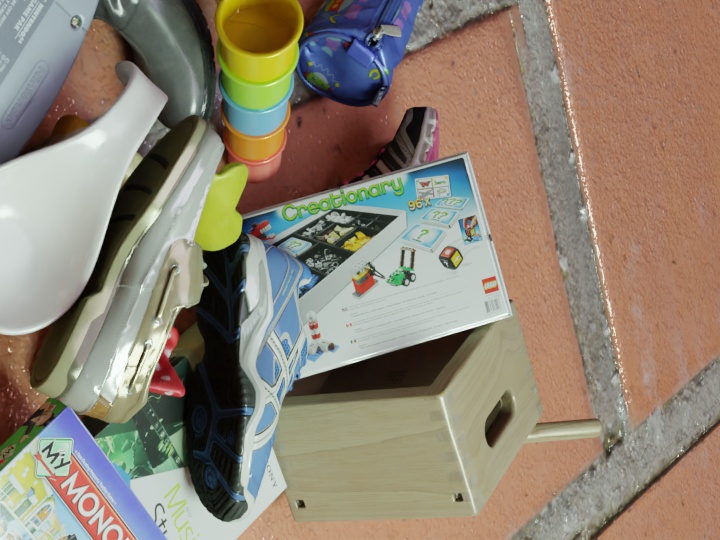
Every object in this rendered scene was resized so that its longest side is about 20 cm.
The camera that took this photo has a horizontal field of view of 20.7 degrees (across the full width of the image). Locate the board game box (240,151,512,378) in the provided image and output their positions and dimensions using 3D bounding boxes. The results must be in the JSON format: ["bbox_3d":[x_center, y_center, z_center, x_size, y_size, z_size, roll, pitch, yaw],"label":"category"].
[{"bbox_3d":[0.000,0.000,1.450,0.035,0.198,0.128,172,-98,-84],"label":"board game box"}]

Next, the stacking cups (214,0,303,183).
[{"bbox_3d":[-0.071,-0.127,1.386,0.200,0.060,0.061,97,9,-67],"label":"stacking cups"}]

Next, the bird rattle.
[{"bbox_3d":[-0.174,-0.011,1.323,0.163,0.112,0.201,38,72,-32],"label":"bird rattle"}]

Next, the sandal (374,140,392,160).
[{"bbox_3d":[0.059,-0.011,1.636,0.081,0.054,0.202,-21,106,-51],"label":"sandal"}]

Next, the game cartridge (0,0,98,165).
[{"bbox_3d":[-0.244,-0.135,1.217,0.133,0.040,0.201,43,71,-40],"label":"game cartridge"}]

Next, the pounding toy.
[{"bbox_3d":[0.060,0.114,1.514,0.200,0.183,0.143,-47,125,-55],"label":"pounding toy"}]

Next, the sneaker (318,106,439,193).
[{"bbox_3d":[0.005,-0.052,1.537,0.074,0.087,0.201,82,26,-59],"label":"sneaker"}]

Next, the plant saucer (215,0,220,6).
[{"bbox_3d":[-0.078,-0.286,1.417,0.201,0.048,0.201,-71,143,-55],"label":"plant saucer"}]

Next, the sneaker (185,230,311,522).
[{"bbox_3d":[-0.072,0.076,1.377,0.077,0.075,0.202,13,80,-39],"label":"sneaker"}]

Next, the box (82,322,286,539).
[{"bbox_3d":[-0.138,0.147,1.384,0.200,0.036,0.145,-44,123,-45],"label":"box"}]

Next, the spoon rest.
[{"bbox_3d":[-0.186,-0.051,1.229,0.099,0.060,0.201,42,68,-18],"label":"spoon rest"}]

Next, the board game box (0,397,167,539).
[{"bbox_3d":[-0.189,0.201,1.279,0.135,0.029,0.201,-45,121,-23],"label":"board game box"}]

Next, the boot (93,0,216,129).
[{"bbox_3d":[-0.178,-0.179,1.330,0.131,0.069,0.202,-24,101,-44],"label":"boot"}]

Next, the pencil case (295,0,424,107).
[{"bbox_3d":[0.020,-0.219,1.566,0.078,0.087,0.201,41,54,-18],"label":"pencil case"}]

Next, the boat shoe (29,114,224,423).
[{"bbox_3d":[-0.134,0.000,1.254,0.068,0.075,0.201,31,83,-22],"label":"boat shoe"}]
